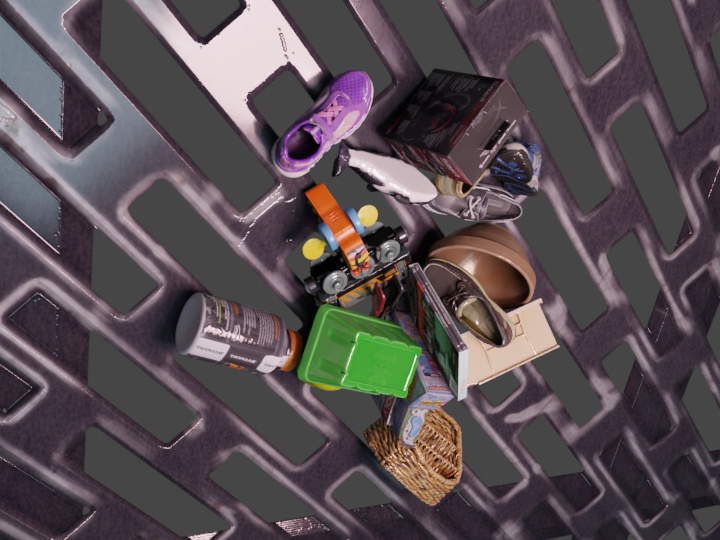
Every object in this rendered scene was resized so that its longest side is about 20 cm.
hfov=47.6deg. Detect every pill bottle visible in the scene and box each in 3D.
[{"bbox_3d":[-0.195,0.111,1.348,0.199,0.106,0.107,20,106,-32],"label":"pill bottle"}]

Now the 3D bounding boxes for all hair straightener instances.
[{"bbox_3d":[0.056,0.057,1.427,0.077,0.041,0.200,-24,158,-13],"label":"hair straightener"}]

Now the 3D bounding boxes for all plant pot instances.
[{"bbox_3d":[0.222,-0.021,1.461,0.201,0.200,0.093,44,56,-36],"label":"plant pot"}]

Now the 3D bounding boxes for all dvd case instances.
[{"bbox_3d":[0.131,0.104,1.392,0.022,0.201,0.147,-18,140,-10],"label":"dvd case"}]

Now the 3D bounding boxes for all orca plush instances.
[{"bbox_3d":[0.030,-0.142,1.343,0.199,0.106,0.071,4,150,-39],"label":"orca plush"}]

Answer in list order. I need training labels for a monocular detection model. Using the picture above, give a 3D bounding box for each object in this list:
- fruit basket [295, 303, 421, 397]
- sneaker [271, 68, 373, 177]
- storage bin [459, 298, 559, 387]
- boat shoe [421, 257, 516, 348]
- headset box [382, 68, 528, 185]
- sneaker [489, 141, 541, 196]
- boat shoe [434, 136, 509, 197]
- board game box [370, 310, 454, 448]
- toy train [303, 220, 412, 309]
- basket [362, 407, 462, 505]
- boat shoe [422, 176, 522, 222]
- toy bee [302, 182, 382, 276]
[{"bbox_3d":[-0.027,0.146,1.413,0.215,0.215,0.157,18,91,-32],"label":"fruit basket"},{"bbox_3d":[-0.055,-0.223,1.235,0.080,0.088,0.200,43,92,-4],"label":"sneaker"},{"bbox_3d":[0.236,0.149,1.516,0.197,0.200,0.094,-22,82,-13],"label":"storage bin"},{"bbox_3d":[0.182,0.055,1.387,0.072,0.201,0.066,-48,171,14],"label":"boat shoe"},{"bbox_3d":[0.149,-0.225,1.262,0.075,0.200,0.149,42,82,-36],"label":"headset box"},{"bbox_3d":[0.269,-0.188,1.398,0.200,0.075,0.078,32,69,-72],"label":"sneaker"},{"bbox_3d":[0.208,-0.203,1.382,0.201,0.063,0.073,-47,126,-16],"label":"boat shoe"},{"bbox_3d":[0.087,0.210,1.479,0.061,0.200,0.201,9,113,-26],"label":"board game box"},{"bbox_3d":[0.000,0.000,1.403,0.199,0.085,0.114,-30,135,-8],"label":"toy train"},{"bbox_3d":[0.130,0.353,1.614,0.149,0.143,0.200,-43,126,2],"label":"basket"},{"bbox_3d":[0.198,-0.119,1.438,0.199,0.068,0.072,8,113,-29],"label":"boat shoe"},{"bbox_3d":[-0.028,-0.042,1.306,0.130,0.201,0.109,-14,142,5],"label":"toy bee"}]
